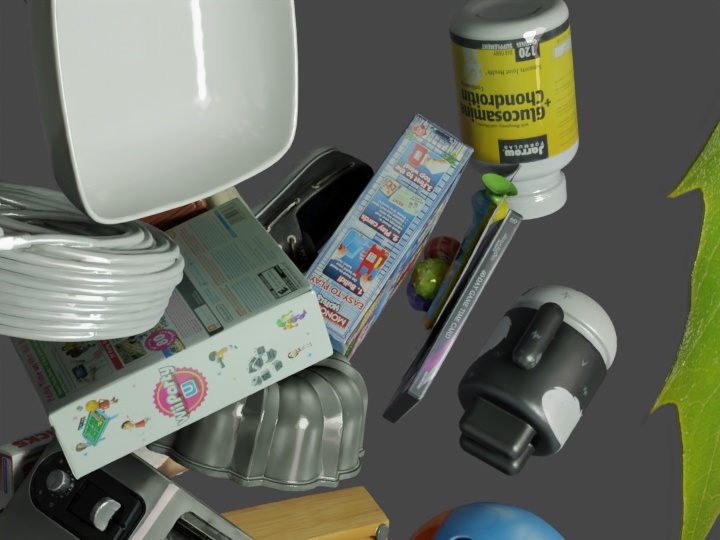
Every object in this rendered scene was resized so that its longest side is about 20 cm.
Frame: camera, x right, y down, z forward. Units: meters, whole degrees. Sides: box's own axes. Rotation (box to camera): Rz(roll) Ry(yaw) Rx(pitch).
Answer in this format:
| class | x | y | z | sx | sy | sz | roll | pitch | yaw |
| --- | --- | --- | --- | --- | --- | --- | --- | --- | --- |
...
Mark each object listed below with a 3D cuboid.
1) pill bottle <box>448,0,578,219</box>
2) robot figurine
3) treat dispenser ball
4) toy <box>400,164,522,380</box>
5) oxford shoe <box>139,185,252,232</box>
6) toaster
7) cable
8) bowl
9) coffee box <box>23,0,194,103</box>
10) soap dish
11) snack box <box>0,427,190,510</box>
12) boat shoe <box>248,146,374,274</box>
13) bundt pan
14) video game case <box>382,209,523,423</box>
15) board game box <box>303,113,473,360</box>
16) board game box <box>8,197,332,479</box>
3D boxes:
| class | x | y | z | sx | sy | sz | roll | pitch | yaw |
| --- | --- | --- | --- | --- | --- | --- | --- | --- | --- |
| pill bottle | 0.148 | -0.155 | 1.497 | 0.112 | 0.112 | 0.200 | -33 | 126 | -39 |
| robot figurine | 0.176 | 0.107 | 1.615 | 0.125 | 0.150 | 0.200 | 43 | 67 | -17 |
| treat dispenser ball | 0.125 | 0.330 | 1.565 | 0.201 | 0.201 | 0.201 | -20 | 117 | -45 |
| toy | 0.079 | -0.007 | 1.463 | 0.200 | 0.047 | 0.115 | -59 | 178 | 30 |
| oxford shoe | -0.145 | -0.062 | 1.221 | 0.200 | 0.071 | 0.074 | 48 | 24 | -40 |
| toaster | -0.188 | 0.236 | 1.192 | 0.181 | 0.119 | 0.200 | -55 | 144 | -11 |
| cable | -0.216 | -0.010 | 1.040 | 0.200 | 0.200 | 0.069 | 9 | 101 | -32 |
| bowl | -0.137 | -0.148 | 1.054 | 0.200 | 0.075 | 0.200 | -24 | 122 | -39 |
| coffee box | -0.141 | -0.233 | 1.137 | 0.200 | 0.080 | 0.114 | -53 | 137 | -23 |
| soap dish | -0.061 | 0.285 | 1.419 | 0.200 | 0.081 | 0.158 | -3 | 104 | -49 |
| snack box | -0.199 | 0.145 | 1.250 | 0.200 | 0.024 | 0.072 | -18 | 117 | -46 |
| boat shoe | -0.057 | -0.026 | 1.330 | 0.200 | 0.066 | 0.070 | -48 | 134 | -29 |
| bundt pan | -0.085 | 0.090 | 1.220 | 0.202 | 0.202 | 0.076 | -5 | 117 | -49 |
| video game case | 0.085 | 0.046 | 1.493 | 0.200 | 0.019 | 0.143 | -59 | 180 | -16 |
| board game box | 0.000 | 0.000 | 1.351 | 0.200 | 0.062 | 0.200 | -54 | 174 | -33 |
| board game box | -0.142 | 0.044 | 1.134 | 0.200 | 0.148 | 0.064 | -25 | 126 | -12 |
